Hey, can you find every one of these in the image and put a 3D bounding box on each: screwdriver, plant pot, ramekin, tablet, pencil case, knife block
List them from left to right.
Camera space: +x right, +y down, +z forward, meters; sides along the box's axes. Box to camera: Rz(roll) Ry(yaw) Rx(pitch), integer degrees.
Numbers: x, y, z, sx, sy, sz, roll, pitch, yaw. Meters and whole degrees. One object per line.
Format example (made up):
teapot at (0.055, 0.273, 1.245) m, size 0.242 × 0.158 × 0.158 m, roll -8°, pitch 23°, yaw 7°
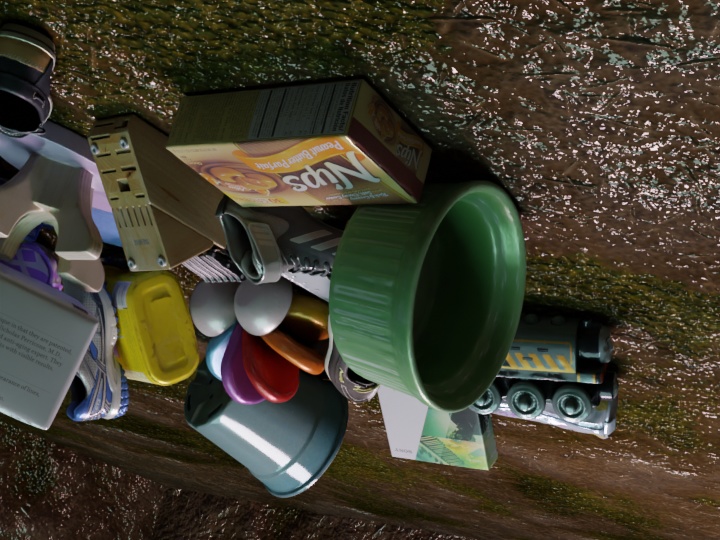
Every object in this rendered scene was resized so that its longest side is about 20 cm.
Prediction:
pencil case at (-0.421, 0.006, 1.503) m, size 0.085 × 0.085 × 0.200 m, roll 27°, pitch 177°, yaw -11°
tablet at (-0.325, -0.062, 1.399) m, size 0.197 × 0.014 × 0.130 m, roll 13°, pitch 161°, yaw 5°
screwdriver at (-0.336, -0.012, 1.536) m, size 0.198 × 0.028 × 0.029 m, roll -7°, pitch 124°, yaw 47°
knife block at (-0.165, -0.076, 1.186) m, size 0.063 × 0.175 × 0.203 m, roll -3°, pitch 110°, yaw 39°
plant pot at (-0.154, 0.216, 1.821) m, size 0.195 × 0.203 × 0.199 m, roll 36°, pitch 153°, yaw -32°
ramekin at (0.059, 0.016, 1.049) m, size 0.097 × 0.203 × 0.200 m, roll 11°, pitch 163°, yaw 34°
pencil case at (0.223, 0.152, 1.477) m, size 0.197 × 0.091 × 0.084 m, roll 8°, pitch 117°, yaw 15°

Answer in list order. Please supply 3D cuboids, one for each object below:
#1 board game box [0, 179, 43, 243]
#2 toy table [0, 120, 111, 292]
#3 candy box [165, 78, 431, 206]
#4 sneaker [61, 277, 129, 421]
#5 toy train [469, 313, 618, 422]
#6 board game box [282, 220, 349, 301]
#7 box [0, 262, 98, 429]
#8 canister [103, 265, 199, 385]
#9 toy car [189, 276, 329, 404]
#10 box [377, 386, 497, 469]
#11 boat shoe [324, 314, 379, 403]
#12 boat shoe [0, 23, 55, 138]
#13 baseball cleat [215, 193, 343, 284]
board game box at (-0.472, -0.094, 1.346) m, size 0.199 × 0.045 × 0.134 m, roll 32°, pitch 158°, yaw -33°
toy table at (-0.315, -0.066, 1.219) m, size 0.182 × 0.119 × 0.199 m, roll -6°, pitch 152°, yaw 46°
candy box at (-0.053, -0.103, 1.001) m, size 0.198 × 0.056 × 0.115 m, roll 0°, pitch 157°, yaw 36°
sneaker at (-0.344, 0.091, 1.452) m, size 0.084 × 0.203 × 0.077 m, roll -15°, pitch -174°, yaw -36°
toy train at (0.189, 0.101, 1.327) m, size 0.197 × 0.085 × 0.116 m, roll 3°, pitch 115°, yaw 22°
board game box at (0.000, 0.000, 1.308) m, size 0.198 × 0.026 × 0.199 m, roll -4°, pitch 154°, yaw 45°
box at (-0.410, 0.060, 1.300) m, size 0.198 × 0.132 × 0.199 m, roll 28°, pitch 175°, yaw -19°
canister at (-0.294, 0.070, 1.523) m, size 0.086 × 0.151 × 0.199 m, roll -20°, pitch -168°, yaw -33°
toy car at (-0.118, 0.093, 1.470) m, size 0.198 × 0.152 × 0.174 m, roll -3°, pitch 155°, yaw 44°
box at (0.086, 0.146, 1.459) m, size 0.142 × 0.036 × 0.203 m, roll 2°, pitch 117°, yaw 34°
boat shoe at (-0.001, 0.108, 1.389) m, size 0.071 × 0.061 × 0.202 m, roll -22°, pitch 147°, yaw -11°
boat shoe at (-0.310, -0.152, 1.051) m, size 0.074 × 0.063 × 0.200 m, roll 18°, pitch 163°, yaw -17°
baseball cleat at (-0.058, -0.012, 1.146) m, size 0.199 × 0.107 × 0.070 m, roll 36°, pitch 145°, yaw -18°
